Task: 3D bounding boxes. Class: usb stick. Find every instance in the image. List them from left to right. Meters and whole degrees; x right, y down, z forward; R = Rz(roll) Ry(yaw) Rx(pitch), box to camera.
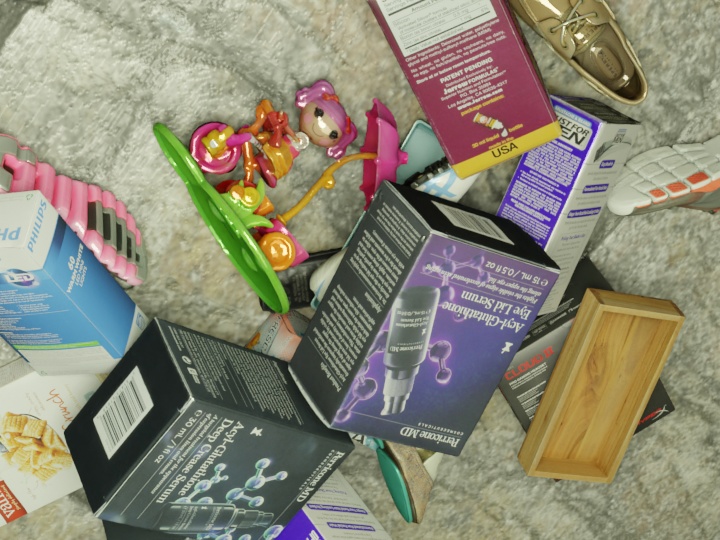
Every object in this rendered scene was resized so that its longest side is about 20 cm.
[{"bbox_3d":[0.000,0.000,1.499,0.199,0.033,0.056,-11,118,-13],"label":"usb stick"}]

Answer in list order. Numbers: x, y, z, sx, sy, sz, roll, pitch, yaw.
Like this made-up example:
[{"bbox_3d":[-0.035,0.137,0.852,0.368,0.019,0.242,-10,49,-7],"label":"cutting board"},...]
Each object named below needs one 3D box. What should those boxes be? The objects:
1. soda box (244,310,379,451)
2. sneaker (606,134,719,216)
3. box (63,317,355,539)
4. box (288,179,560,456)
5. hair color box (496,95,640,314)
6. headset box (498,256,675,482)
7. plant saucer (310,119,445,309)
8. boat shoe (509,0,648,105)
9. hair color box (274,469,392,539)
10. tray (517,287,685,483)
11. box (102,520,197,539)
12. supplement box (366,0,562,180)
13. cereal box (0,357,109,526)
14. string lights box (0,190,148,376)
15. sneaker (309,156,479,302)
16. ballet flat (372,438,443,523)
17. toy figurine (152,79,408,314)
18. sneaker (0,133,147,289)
[{"bbox_3d":[-0.018,0.113,1.542,0.200,0.064,0.068,31,106,-30],"label":"soda box"},{"bbox_3d":[0.336,-0.080,1.545,0.199,0.077,0.082,-18,130,-7],"label":"sneaker"},{"bbox_3d":[-0.134,0.151,1.404,0.199,0.107,0.149,21,117,-42],"label":"box"},{"bbox_3d":[0.053,0.044,1.367,0.147,0.104,0.201,15,111,-32],"label":"box"},{"bbox_3d":[0.178,-0.059,1.461,0.109,0.065,0.201,-8,125,-62],"label":"hair color box"},{"bbox_3d":[0.211,0.095,1.602,0.148,0.077,0.200,-31,126,1],"label":"headset box"},{"bbox_3d":[0.029,-0.039,1.469,0.070,0.019,0.201,28,95,-19],"label":"plant saucer"},{"bbox_3d":[0.195,-0.225,1.414,0.071,0.065,0.200,-45,122,10],"label":"boat shoe"},{"bbox_3d":[-0.043,0.244,1.514,0.109,0.200,0.065,16,114,-48],"label":"hair color box"},{"bbox_3d":[0.235,0.116,1.555,0.098,0.037,0.201,8,116,-23],"label":"tray"},{"bbox_3d":[-0.134,0.286,1.544,0.200,0.149,0.107,31,106,-30],"label":"box"},{"bbox_3d":[0.082,-0.201,1.341,0.103,0.131,0.200,-23,124,11],"label":"supplement box"},{"bbox_3d":[-0.290,0.144,1.481,0.199,0.040,0.144,-27,124,-2],"label":"cereal box"},{"bbox_3d":[-0.273,0.016,1.343,0.102,0.059,0.200,-4,146,21],"label":"string lights box"},{"bbox_3d":[0.043,-0.033,1.424,0.200,0.072,0.072,-44,97,6],"label":"sneaker"},{"bbox_3d":[0.044,0.162,1.516,0.067,0.068,0.201,-29,126,-10],"label":"ballet flat"},{"bbox_3d":[-0.054,-0.095,1.392,0.184,0.150,0.200,-36,100,-11],"label":"toy figurine"},{"bbox_3d":[-0.276,-0.038,1.372,0.095,0.079,0.200,-34,127,30],"label":"sneaker"}]
